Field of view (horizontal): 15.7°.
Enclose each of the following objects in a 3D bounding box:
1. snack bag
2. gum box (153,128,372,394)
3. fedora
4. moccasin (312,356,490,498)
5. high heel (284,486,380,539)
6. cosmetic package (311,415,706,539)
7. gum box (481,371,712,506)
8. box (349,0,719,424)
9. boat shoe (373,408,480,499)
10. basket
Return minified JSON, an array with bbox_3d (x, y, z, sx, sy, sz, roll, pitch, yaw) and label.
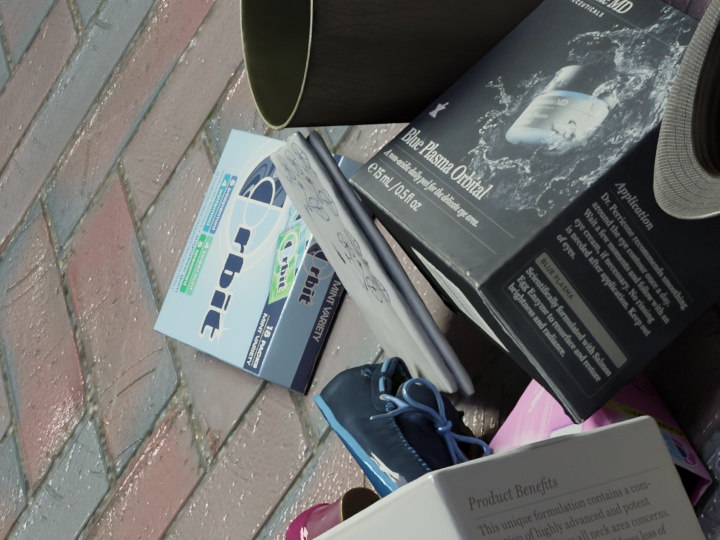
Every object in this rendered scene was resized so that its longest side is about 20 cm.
[{"bbox_3d":[0.000,0.000,1.632,0.021,0.189,0.200,-33,3,-8],"label":"snack bag"},{"bbox_3d":[-0.070,-0.011,1.945,0.200,0.044,0.171,19,87,61],"label":"gum box"},{"bbox_3d":[0.236,-0.090,1.289,0.176,0.090,0.201,-28,37,47],"label":"fedora"},{"bbox_3d":[0.024,0.092,1.525,0.068,0.081,0.200,-36,27,-3],"label":"moccasin"},{"bbox_3d":[-0.005,0.232,1.518,0.096,0.067,0.201,138,133,-56],"label":"high heel"},{"bbox_3d":[0.083,0.205,1.317,0.166,0.167,0.201,-36,70,45],"label":"cosmetic package"},{"bbox_3d":[0.105,0.156,1.492,0.201,0.066,0.114,-58,28,19],"label":"gum box"},{"bbox_3d":[0.128,-0.050,1.479,0.200,0.118,0.197,-42,29,-4],"label":"box"},{"bbox_3d":[0.042,0.122,1.639,0.071,0.076,0.200,-28,24,0],"label":"boat shoe"},{"bbox_3d":[0.041,-0.158,1.595,0.181,0.198,0.137,-108,28,-46],"label":"basket"}]
